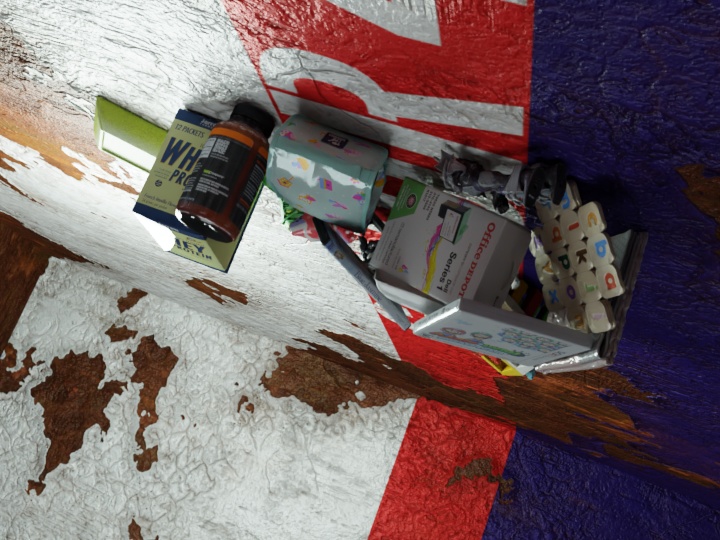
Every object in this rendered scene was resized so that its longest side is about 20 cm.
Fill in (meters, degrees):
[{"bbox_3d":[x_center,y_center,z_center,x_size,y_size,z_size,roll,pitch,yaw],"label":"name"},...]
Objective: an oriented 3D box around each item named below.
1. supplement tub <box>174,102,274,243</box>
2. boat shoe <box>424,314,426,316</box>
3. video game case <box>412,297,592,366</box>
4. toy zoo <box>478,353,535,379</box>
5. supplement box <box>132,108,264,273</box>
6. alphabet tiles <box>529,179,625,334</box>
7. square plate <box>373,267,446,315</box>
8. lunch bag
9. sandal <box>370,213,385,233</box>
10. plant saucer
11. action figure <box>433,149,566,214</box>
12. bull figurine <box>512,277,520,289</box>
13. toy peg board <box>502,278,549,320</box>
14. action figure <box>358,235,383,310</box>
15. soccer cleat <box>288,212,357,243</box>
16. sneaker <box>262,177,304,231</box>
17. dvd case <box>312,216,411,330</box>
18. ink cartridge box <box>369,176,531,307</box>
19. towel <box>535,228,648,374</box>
[{"bbox_3d":[-0.200,-0.153,1.325,0.105,0.203,0.107,21,166,6],"label":"supplement tub"},{"bbox_3d":[0.142,0.061,1.554,0.196,0.069,0.075,11,149,25],"label":"boat shoe"},{"bbox_3d":[0.193,0.090,1.202,0.196,0.024,0.182,16,163,-12],"label":"video game case"},{"bbox_3d":[0.259,0.145,1.659,0.199,0.021,0.131,41,158,-6],"label":"toy zoo"},{"bbox_3d":[-0.273,-0.134,1.502,0.132,0.203,0.200,18,164,9],"label":"supplement box"},{"bbox_3d":[0.286,-0.015,1.154,0.014,0.204,0.195,-12,173,-17],"label":"alphabet tiles"},{"bbox_3d":[0.108,0.046,1.344,0.197,0.029,0.198,22,-172,-2],"label":"square plate"},{"bbox_3d":[-0.047,-0.147,1.283,0.167,0.124,0.200,22,171,4],"label":"lunch bag"},{"bbox_3d":[-0.031,-0.114,1.486,0.199,0.045,0.075,36,179,-33],"label":"sandal"},{"bbox_3d":[-0.432,-0.242,1.668,0.197,0.049,0.200,27,165,-14],"label":"plant saucer"},{"bbox_3d":[0.175,-0.117,1.151,0.128,0.071,0.198,11,180,-37],"label":"action figure"},{"bbox_3d":[0.203,-0.004,1.449,0.123,0.064,0.200,62,162,12],"label":"bull figurine"},{"bbox_3d":[0.263,0.057,1.640,0.199,0.098,0.199,46,157,-21],"label":"toy peg board"},{"bbox_3d":[0.051,-0.001,1.503,0.197,0.103,0.120,2,132,36],"label":"action figure"},{"bbox_3d":[-0.063,-0.079,1.557,0.075,0.068,0.200,-13,176,16],"label":"soccer cleat"},{"bbox_3d":[-0.113,-0.115,1.563,0.073,0.085,0.200,12,161,36],"label":"sneaker"},{"bbox_3d":[0.000,0.000,1.371,0.200,0.018,0.143,46,-173,-20],"label":"dvd case"},{"bbox_3d":[0.130,-0.032,1.264,0.198,0.147,0.083,27,-174,38],"label":"ink cartridge box"},{"bbox_3d":[0.326,0.047,1.240,0.032,0.203,0.191,23,165,-11],"label":"towel"}]
